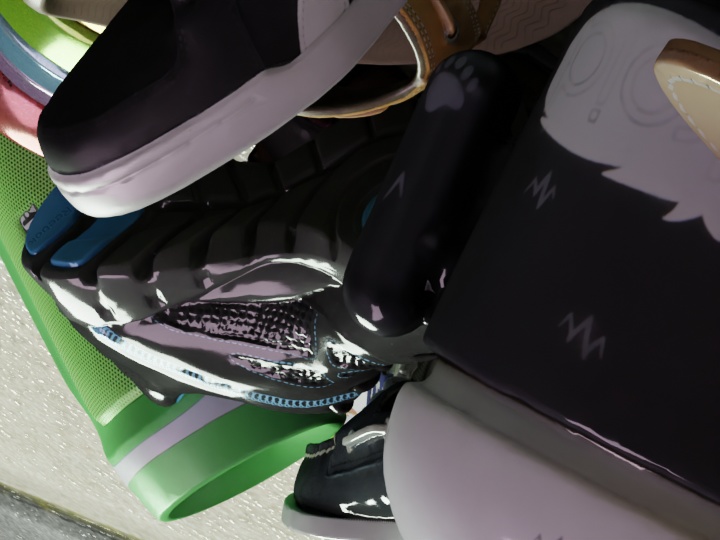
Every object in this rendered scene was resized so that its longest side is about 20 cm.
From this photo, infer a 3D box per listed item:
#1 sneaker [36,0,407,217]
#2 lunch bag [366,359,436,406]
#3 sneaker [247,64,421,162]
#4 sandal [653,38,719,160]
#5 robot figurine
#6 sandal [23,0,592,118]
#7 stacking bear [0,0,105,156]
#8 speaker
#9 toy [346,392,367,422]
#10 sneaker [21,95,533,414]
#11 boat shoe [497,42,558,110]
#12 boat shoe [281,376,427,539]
[{"bbox_3d":[-0.020,-0.114,0.642,0.112,0.200,0.073,49,178,-25],"label":"sneaker"},{"bbox_3d":[0.109,0.090,0.985,0.199,0.139,0.169,17,136,34],"label":"lunch bag"},{"bbox_3d":[-0.016,-0.040,0.990,0.116,0.076,0.200,54,156,-11],"label":"sneaker"},{"bbox_3d":[0.125,0.042,0.625,0.211,0.070,0.078,40,172,-27],"label":"sandal"},{"bbox_3d":[0.087,0.007,0.714,0.124,0.201,0.150,26,-179,-34],"label":"robot figurine"},{"bbox_3d":[-0.007,-0.071,0.744,0.080,0.199,0.054,-41,63,37],"label":"sandal"},{"bbox_3d":[-0.056,-0.113,0.813,0.121,0.114,0.200,35,156,-4],"label":"stacking bear"},{"bbox_3d":[-0.083,-0.020,0.958,0.201,0.088,0.088,61,163,10],"label":"speaker"},{"bbox_3d":[0.013,0.055,1.166,0.115,0.047,0.200,14,158,47],"label":"toy"},{"bbox_3d":[0.000,0.000,0.840,0.199,0.074,0.082,-1,138,29],"label":"sneaker"},{"bbox_3d":[0.083,0.016,0.855,0.201,0.072,0.065,60,177,2],"label":"boat shoe"},{"bbox_3d":[0.030,0.060,0.869,0.075,0.061,0.200,4,179,-25],"label":"boat shoe"}]
